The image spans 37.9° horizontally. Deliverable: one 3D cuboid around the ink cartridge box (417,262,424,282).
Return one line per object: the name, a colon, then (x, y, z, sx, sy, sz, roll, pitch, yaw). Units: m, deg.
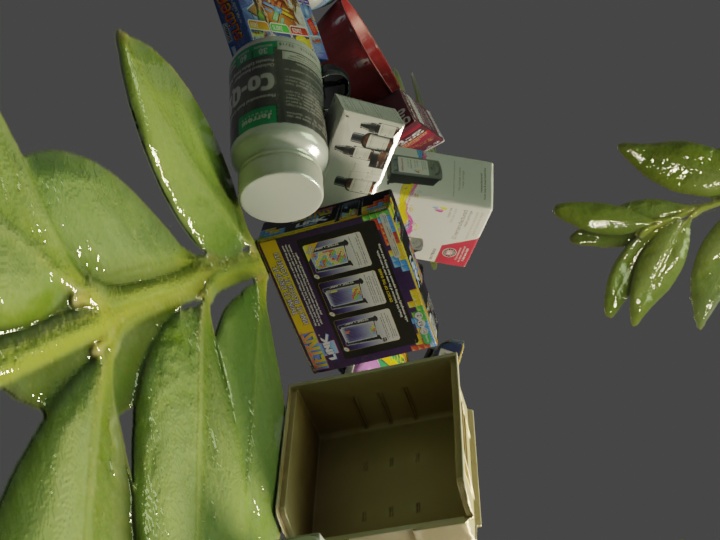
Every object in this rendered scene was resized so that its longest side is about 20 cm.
ink cartridge box: (0.000, 0.000, 1.387, 0.200, 0.039, 0.100, 24, 44, -28)

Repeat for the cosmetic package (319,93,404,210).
cosmetic package: (-0.024, -0.107, 1.272, 0.051, 0.082, 0.200, -112, -142, -54)

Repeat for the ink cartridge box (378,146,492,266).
ink cartridge box: (0.066, -0.089, 1.425, 0.148, 0.200, 0.086, 108, -12, -57)

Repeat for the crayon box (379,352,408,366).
crayon box: (0.020, 0.075, 1.584, 0.200, 0.058, 0.173, 46, 33, -66)

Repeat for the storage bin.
storage bin: (0.022, 0.207, 1.142, 0.199, 0.200, 0.094, -87, 162, -52)

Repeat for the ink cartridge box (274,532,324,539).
ink cartridge box: (-0.042, 0.356, 0.968, 0.148, 0.086, 0.200, -90, 160, -44)

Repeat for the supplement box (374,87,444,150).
supplement box: (0.052, -0.213, 1.625, 0.061, 0.109, 0.200, 64, 15, 10)

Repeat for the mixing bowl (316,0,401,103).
mixing bowl: (-0.023, -0.318, 1.651, 0.200, 0.108, 0.200, 57, 13, -20)

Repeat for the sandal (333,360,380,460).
sandal: (0.012, 0.186, 1.301, 0.082, 0.050, 0.203, 50, 38, -39)

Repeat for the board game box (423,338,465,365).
board game box: (0.113, 0.203, 1.708, 0.200, 0.062, 0.200, 26, 81, -84)

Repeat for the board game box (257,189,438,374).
board game box: (-0.011, 0.017, 1.269, 0.057, 0.165, 0.200, -79, 153, -58)

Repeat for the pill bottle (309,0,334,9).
pill bottle: (-0.088, -0.433, 1.534, 0.200, 0.109, 0.109, -62, 137, -71)

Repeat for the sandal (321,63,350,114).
sandal: (-0.048, -0.237, 1.406, 0.200, 0.043, 0.076, -36, 116, -66)

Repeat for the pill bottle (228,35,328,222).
pill bottle: (-0.095, -0.163, 1.215, 0.113, 0.113, 0.200, 58, 22, -54)

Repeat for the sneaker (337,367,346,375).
sneaker: (-0.011, 0.055, 1.416, 0.078, 0.085, 0.200, 61, 21, -50)

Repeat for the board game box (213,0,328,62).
board game box: (-0.119, -0.332, 1.343, 0.200, 0.034, 0.136, -17, 88, -64)
